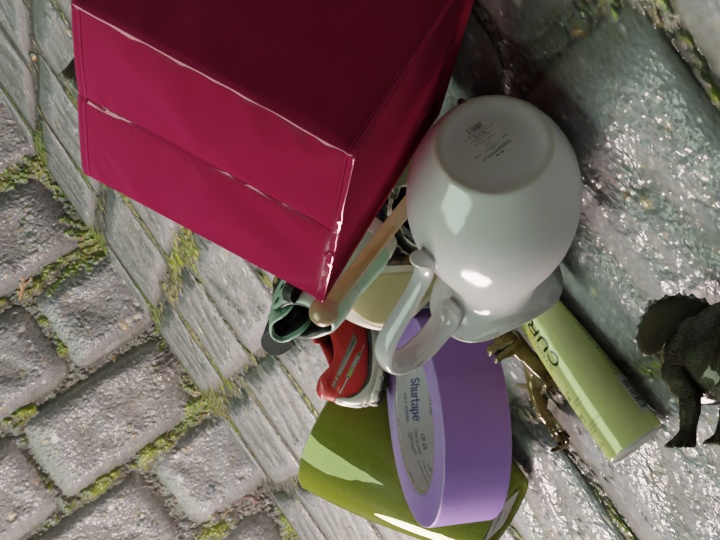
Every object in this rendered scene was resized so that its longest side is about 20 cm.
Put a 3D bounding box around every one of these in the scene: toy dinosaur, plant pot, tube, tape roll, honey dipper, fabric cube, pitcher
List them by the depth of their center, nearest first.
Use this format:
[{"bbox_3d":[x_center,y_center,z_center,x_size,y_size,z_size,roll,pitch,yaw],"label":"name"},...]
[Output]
[{"bbox_3d":[0.228,0.054,0.841,0.200,0.076,0.103,-17,74,60],"label":"toy dinosaur"},{"bbox_3d":[-0.056,-0.139,0.944,0.198,0.197,0.200,27,151,7],"label":"fabric cube"},{"bbox_3d":[0.075,-0.016,0.984,0.121,0.171,0.201,42,161,24],"label":"pitcher"},{"bbox_3d":[0.026,-0.039,1.046,0.038,0.200,0.038,38,-171,-7],"label":"honey dipper"},{"bbox_3d":[0.160,0.059,1.116,0.201,0.052,0.058,56,131,18],"label":"tube"},{"bbox_3d":[0.160,0.096,1.193,0.102,0.058,0.200,59,-175,22],"label":"toy dinosaur"},{"bbox_3d":[0.079,0.135,1.306,0.200,0.065,0.202,175,90,-77],"label":"tape roll"},{"bbox_3d":[0.069,0.205,1.468,0.199,0.187,0.188,33,156,21],"label":"plant pot"}]

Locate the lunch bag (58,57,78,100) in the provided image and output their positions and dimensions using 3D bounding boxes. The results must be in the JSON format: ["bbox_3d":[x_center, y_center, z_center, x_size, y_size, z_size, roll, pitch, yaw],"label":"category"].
[{"bbox_3d":[-0.181,-0.157,1.286,0.164,0.118,0.200,43,177,-12],"label":"lunch bag"}]

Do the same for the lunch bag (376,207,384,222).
[{"bbox_3d":[-0.058,-0.140,1.324,0.151,0.093,0.201,84,162,-55],"label":"lunch bag"}]

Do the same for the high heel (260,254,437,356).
[{"bbox_3d":[0.000,0.000,1.317,0.072,0.198,0.143,60,-160,-24],"label":"high heel"}]

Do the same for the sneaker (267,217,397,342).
[{"bbox_3d":[-0.071,0.001,1.227,0.199,0.119,0.074,5,143,48],"label":"sneaker"}]

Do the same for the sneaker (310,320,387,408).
[{"bbox_3d":[-0.015,0.039,1.391,0.077,0.084,0.202,101,171,-58],"label":"sneaker"}]

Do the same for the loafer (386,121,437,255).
[{"bbox_3d":[0.049,-0.053,1.148,0.075,0.070,0.200,36,160,9],"label":"loafer"}]
